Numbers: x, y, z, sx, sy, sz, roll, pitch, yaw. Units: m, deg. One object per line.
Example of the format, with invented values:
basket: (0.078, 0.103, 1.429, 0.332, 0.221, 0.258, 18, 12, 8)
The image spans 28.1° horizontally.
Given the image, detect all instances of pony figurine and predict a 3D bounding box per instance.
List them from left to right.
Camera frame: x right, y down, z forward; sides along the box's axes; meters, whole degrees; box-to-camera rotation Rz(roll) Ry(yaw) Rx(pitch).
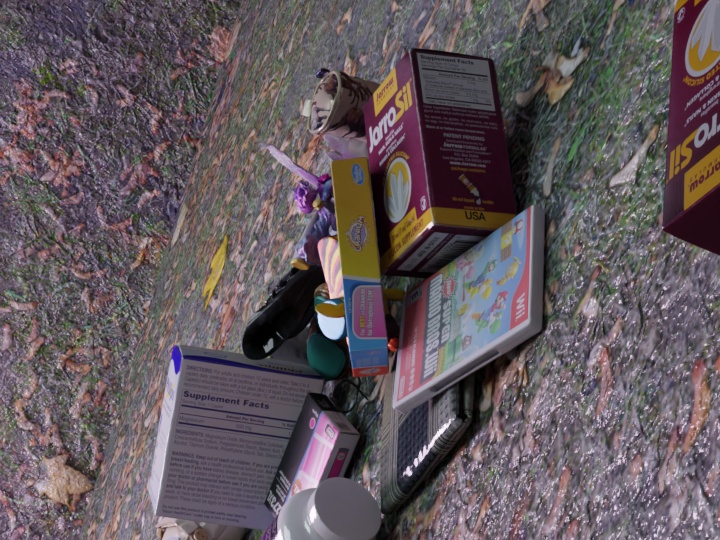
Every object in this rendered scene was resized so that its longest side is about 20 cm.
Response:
pony figurine: (-0.023, -0.088, 1.780, 0.165, 0.192, 0.202, -6, 63, 43)

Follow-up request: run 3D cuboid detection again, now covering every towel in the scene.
towel: (0.071, 0.125, 1.477, 0.193, 0.034, 0.201, 122, 159, -46)

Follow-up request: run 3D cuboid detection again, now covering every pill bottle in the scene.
pill bottle: (-0.055, 0.307, 1.513, 0.113, 0.111, 0.201, -87, 23, -47)

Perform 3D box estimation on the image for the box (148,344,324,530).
box: (-0.157, 0.209, 1.797, 0.105, 0.182, 0.202, -152, 72, -76)

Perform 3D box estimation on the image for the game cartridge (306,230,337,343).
game cartridge: (-0.020, 0.003, 1.913, 0.133, 0.041, 0.202, -40, 34, 54)

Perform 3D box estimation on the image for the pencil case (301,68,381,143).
pencil case: (0.034, -0.174, 1.663, 0.089, 0.198, 0.079, 30, 106, 61)

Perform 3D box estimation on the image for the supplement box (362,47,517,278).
supplement box: (0.080, -0.108, 1.489, 0.131, 0.102, 0.202, 133, 136, -56)

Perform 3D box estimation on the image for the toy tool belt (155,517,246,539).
toy tool belt: (-0.240, 0.405, 2.011, 0.200, 0.124, 0.124, -50, 17, 53)

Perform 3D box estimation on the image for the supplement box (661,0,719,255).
supplement box: (0.272, -0.119, 0.970, 0.110, 0.085, 0.202, 134, 151, -55)

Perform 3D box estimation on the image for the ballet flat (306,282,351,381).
ballet flat: (-0.024, 0.069, 1.777, 0.065, 0.070, 0.201, -45, -16, -27)

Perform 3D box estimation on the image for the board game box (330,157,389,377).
board game box: (0.000, 0.000, 1.522, 0.153, 0.040, 0.202, 85, 179, -76)

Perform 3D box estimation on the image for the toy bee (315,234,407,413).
toy bee: (0.014, 0.055, 1.643, 0.108, 0.202, 0.131, -1, 30, 45)

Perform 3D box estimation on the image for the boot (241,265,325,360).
boot: (-0.098, 0.062, 1.817, 0.166, 0.065, 0.200, -61, 1, 30)

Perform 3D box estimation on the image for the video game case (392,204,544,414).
video game case: (0.104, 0.039, 1.393, 0.200, 0.017, 0.144, -36, 35, 41)

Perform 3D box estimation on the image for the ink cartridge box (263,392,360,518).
ink cartridge box: (-0.066, 0.255, 1.701, 0.095, 0.037, 0.202, 42, 118, 54)

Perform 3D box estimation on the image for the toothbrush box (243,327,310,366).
toothbrush box: (-0.130, 0.183, 1.971, 0.146, 0.085, 0.201, -110, 43, -66)
